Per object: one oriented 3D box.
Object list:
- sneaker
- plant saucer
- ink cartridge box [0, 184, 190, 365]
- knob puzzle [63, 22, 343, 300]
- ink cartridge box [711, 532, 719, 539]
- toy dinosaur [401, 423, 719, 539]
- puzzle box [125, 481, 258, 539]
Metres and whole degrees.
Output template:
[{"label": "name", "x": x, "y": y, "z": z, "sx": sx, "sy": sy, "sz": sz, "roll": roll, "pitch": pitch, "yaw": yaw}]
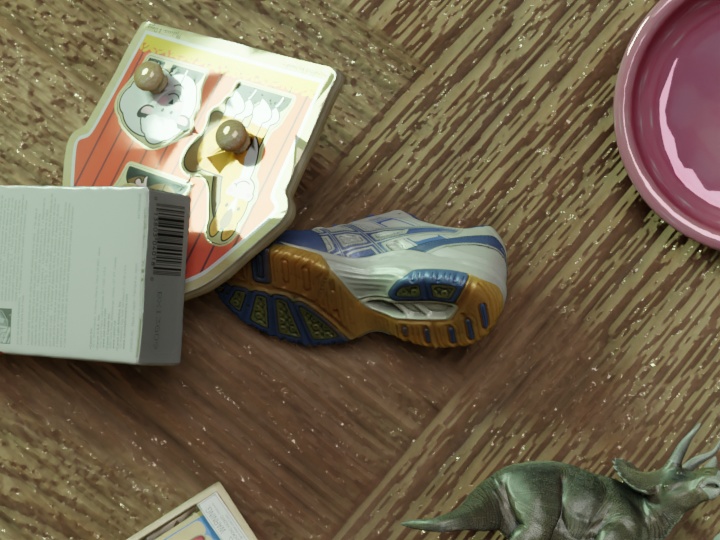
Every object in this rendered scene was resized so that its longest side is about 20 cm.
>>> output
[{"label": "sneaker", "x": 0.000, "y": 0.000, "z": 1.108, "sx": 0.200, "sy": 0.075, "sz": 0.088, "roll": 8, "pitch": 38, "yaw": 10}, {"label": "plant saucer", "x": 0.272, "y": -0.109, "z": 1.129, "sx": 0.200, "sy": 0.051, "sz": 0.201, "roll": 0, "pitch": 91, "yaw": 9}, {"label": "ink cartridge box", "x": -0.206, "y": 0.001, "z": 1.073, "sx": 0.200, "sy": 0.050, "sz": 0.109, "roll": 3, "pitch": 88, "yaw": 29}, {"label": "knob puzzle", "x": -0.127, "y": -0.064, "z": 1.096, "sx": 0.219, "sy": 0.030, "sz": 0.220, "roll": -11, "pitch": 64, "yaw": 24}, {"label": "ink cartridge box", "x": 0.236, "y": 0.272, "z": 0.984, "sx": 0.145, "sy": 0.084, "sz": 0.200, "roll": 27, "pitch": 69, "yaw": 10}, {"label": "toy dinosaur", "x": 0.127, "y": 0.158, "z": 1.046, "sx": 0.200, "sy": 0.077, "sz": 0.102, "roll": 0, "pitch": 56, "yaw": 4}, {"label": "puzzle box", "x": -0.089, "y": 0.246, "z": 1.018, "sx": 0.133, "sy": 0.025, "sz": 0.200, "roll": -32, "pitch": 72, "yaw": -13}]
